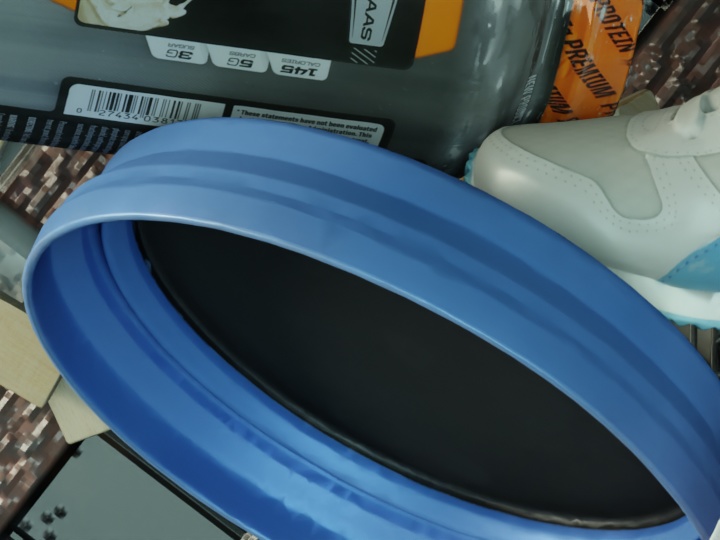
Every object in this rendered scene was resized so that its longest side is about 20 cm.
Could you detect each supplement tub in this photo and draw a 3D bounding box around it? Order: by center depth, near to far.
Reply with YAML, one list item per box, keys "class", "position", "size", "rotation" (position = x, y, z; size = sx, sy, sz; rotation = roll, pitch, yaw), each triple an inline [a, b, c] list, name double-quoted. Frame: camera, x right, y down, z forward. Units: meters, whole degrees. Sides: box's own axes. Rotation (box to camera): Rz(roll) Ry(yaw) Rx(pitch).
- class: "supplement tub"
  position: [-0.032, -0.088, 0.761]
  size: [0.200, 0.123, 0.123]
  rotation: [6, 96, -11]

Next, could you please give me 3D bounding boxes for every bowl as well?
- class: "bowl"
  position: [0.009, 0.032, 0.747]
  size: [0.200, 0.201, 0.039]
  rotation: [31, 66, -5]

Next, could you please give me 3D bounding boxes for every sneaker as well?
- class: "sneaker"
  position: [0.124, -0.029, 0.706]
  size: [0.200, 0.077, 0.081]
  rotation: [3, 108, 14]

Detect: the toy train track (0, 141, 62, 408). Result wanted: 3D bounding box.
- class: "toy train track"
  position: [-0.171, -0.023, 0.851]
  size: [0.200, 0.033, 0.115]
  rotation: [31, 103, 1]

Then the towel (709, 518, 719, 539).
- class: "towel"
  position: [0.143, 0.071, 0.721]
  size: [0.200, 0.146, 0.030]
  rotation: [-15, 58, -35]

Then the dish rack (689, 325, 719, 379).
- class: "dish rack"
  position: [0.142, 0.088, 0.828]
  size: [0.153, 0.055, 0.200]
  rotation: [13, 71, -31]

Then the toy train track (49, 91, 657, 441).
- class: "toy train track"
  position: [0.000, 0.000, 0.848]
  size: [0.200, 0.033, 0.115]
  rotation: [-25, 97, 0]
